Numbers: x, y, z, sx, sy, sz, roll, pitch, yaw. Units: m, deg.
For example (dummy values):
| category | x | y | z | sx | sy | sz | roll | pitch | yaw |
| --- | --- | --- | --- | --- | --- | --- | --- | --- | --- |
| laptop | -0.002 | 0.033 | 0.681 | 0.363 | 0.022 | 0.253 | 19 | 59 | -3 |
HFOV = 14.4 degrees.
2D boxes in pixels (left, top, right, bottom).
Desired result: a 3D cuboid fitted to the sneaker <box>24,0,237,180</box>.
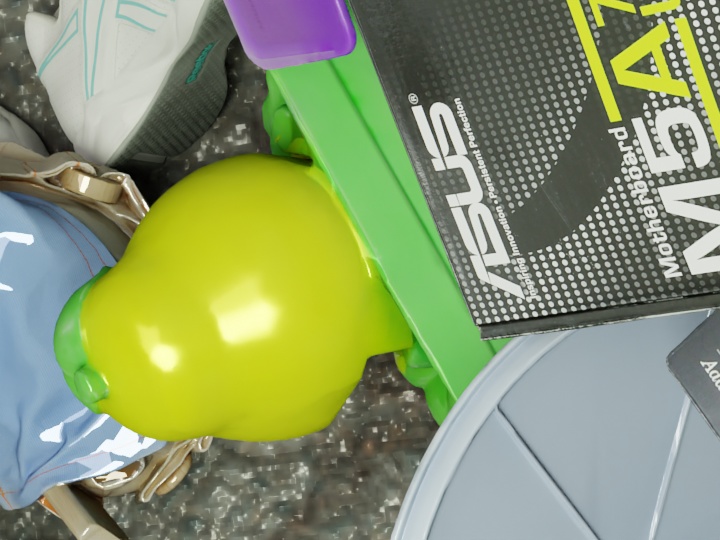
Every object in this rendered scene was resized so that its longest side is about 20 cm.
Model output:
| category | x | y | z | sx | sy | sz | roll | pitch | yaw |
| --- | --- | --- | --- | --- | --- | --- | --- | --- | --- |
| sneaker | -0.067 | -0.113 | 1.019 | 0.080 | 0.070 | 0.200 | 53 | 133 | 13 |

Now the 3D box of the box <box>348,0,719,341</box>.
| category | x | y | z | sx | sy | sz | roll | pitch | yaw |
| --- | --- | --- | --- | --- | --- | --- | --- | --- | --- |
| box | 0.083 | -0.086 | 0.769 | 0.193 | 0.048 | 0.201 | -9 | 111 | 36 |

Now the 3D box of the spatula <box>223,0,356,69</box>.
| category | x | y | z | sx | sy | sz | roll | pitch | yaw |
| --- | --- | --- | --- | --- | --- | --- | --- | --- | --- |
| spatula | 0.024 | -0.100 | 0.850 | 0.200 | 0.021 | 0.057 | -11 | 110 | 41 |

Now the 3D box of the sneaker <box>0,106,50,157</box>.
| category | x | y | z | sx | sy | sz | roll | pitch | yaw |
| --- | --- | --- | --- | --- | --- | --- | --- | --- | --- |
| sneaker | -0.187 | -0.062 | 1.094 | 0.075 | 0.088 | 0.200 | -38 | 75 | 16 |

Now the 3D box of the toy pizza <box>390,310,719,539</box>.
| category | x | y | z | sx | sy | sz | roll | pitch | yaw |
| --- | --- | --- | --- | --- | --- | --- | --- | --- | --- |
| toy pizza | 0.077 | 0.097 | 0.897 | 0.032 | 0.200 | 0.201 | 16 | 94 | 49 |

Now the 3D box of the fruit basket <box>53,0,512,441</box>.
| category | x | y | z | sx | sy | sz | roll | pitch | yaw |
| --- | --- | --- | --- | --- | --- | --- | --- | --- | --- |
| fruit basket | 0.000 | 0.000 | 0.969 | 0.215 | 0.156 | 0.217 | -2 | 78 | 11 |

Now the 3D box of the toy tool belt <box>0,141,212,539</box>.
| category | x | y | z | sx | sy | sz | roll | pitch | yaw |
| --- | --- | --- | --- | --- | --- | --- | --- | --- | --- |
| toy tool belt | -0.134 | 0.009 | 1.011 | 0.125 | 0.123 | 0.200 | -34 | 105 | 16 |

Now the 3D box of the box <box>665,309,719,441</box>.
| category | x | y | z | sx | sy | sz | roll | pitch | yaw |
| --- | --- | --- | --- | --- | --- | --- | --- | --- | --- |
| box | 0.222 | 0.043 | 0.801 | 0.182 | 0.104 | 0.200 | -46 | 62 | 24 |
